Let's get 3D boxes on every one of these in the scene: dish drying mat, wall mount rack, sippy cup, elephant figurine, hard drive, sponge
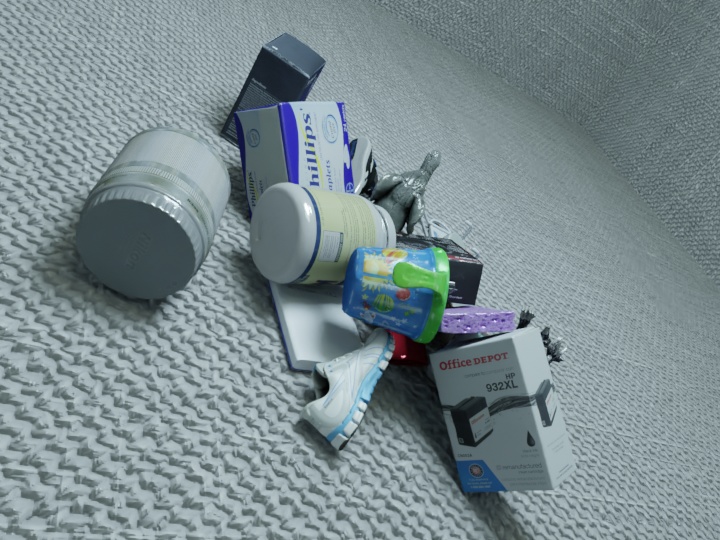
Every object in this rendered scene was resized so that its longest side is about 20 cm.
[{"bbox_3d":[0.065,0.082,1.051,0.076,0.018,0.201,2,39,-7],"label":"dish drying mat"},{"bbox_3d":[0.176,-0.090,1.360,0.172,0.075,0.201,27,32,-17],"label":"wall mount rack"},{"bbox_3d":[0.044,0.025,0.873,0.128,0.179,0.141,11,42,-10],"label":"sippy cup"},{"bbox_3d":[0.071,-0.133,1.184,0.140,0.201,0.156,16,37,-32],"label":"elephant figurine"},{"bbox_3d":[-0.068,0.069,0.943,0.131,0.025,0.201,14,38,-35],"label":"hard drive"},{"bbox_3d":[0.147,0.073,0.943,0.110,0.030,0.200,-2,0,-9],"label":"sponge"}]

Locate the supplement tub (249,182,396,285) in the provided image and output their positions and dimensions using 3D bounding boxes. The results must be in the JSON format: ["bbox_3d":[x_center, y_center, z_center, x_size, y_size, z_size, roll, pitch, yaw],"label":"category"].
[{"bbox_3d":[-0.055,-0.051,0.950,0.198,0.145,0.146,3,45,-44],"label":"supplement tub"}]

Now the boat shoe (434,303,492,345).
[{"bbox_3d":[0.163,0.106,1.106,0.200,0.076,0.072,41,0,21],"label":"boat shoe"}]

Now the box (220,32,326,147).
[{"bbox_3d":[-0.169,-0.341,1.208,0.104,0.201,0.149,32,31,-8],"label":"box"}]

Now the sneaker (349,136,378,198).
[{"bbox_3d":[-0.005,-0.170,1.283,0.112,0.072,0.202,63,38,-49],"label":"sneaker"}]

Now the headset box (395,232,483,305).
[{"bbox_3d":[0.111,-0.006,1.055,0.146,0.078,0.200,6,16,-12],"label":"headset box"}]

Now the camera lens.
[{"bbox_3d":[-0.263,-0.082,0.809,0.159,0.161,0.201,27,32,-17],"label":"camera lens"}]

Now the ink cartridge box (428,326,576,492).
[{"bbox_3d":[0.195,0.195,0.862,0.083,0.144,0.203,-8,82,-49],"label":"ink cartridge box"}]

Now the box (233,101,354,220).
[{"bbox_3d":[-0.108,-0.193,1.078,0.199,0.104,0.187,-25,111,-56],"label":"box"}]

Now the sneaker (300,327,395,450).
[{"bbox_3d":[-0.017,0.138,0.837,0.086,0.075,0.201,33,42,-1],"label":"sneaker"}]

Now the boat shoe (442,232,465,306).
[{"bbox_3d":[0.178,0.029,1.208,0.070,0.063,0.203,18,59,-38],"label":"boat shoe"}]

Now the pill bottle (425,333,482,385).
[{"bbox_3d":[0.207,0.192,0.986,0.200,0.111,0.111,44,31,10],"label":"pill bottle"}]

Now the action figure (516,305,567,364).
[{"bbox_3d":[0.342,0.140,1.205,0.119,0.103,0.199,39,30,25],"label":"action figure"}]
